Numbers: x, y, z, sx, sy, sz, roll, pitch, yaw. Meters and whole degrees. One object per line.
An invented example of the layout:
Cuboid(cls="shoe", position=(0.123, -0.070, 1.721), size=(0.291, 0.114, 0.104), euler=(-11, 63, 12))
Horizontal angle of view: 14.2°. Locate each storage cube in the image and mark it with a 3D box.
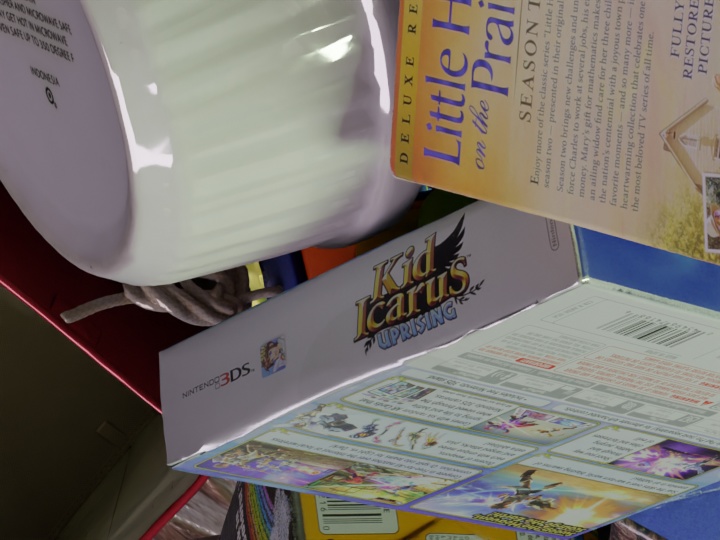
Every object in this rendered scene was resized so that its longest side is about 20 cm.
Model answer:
Cuboid(cls="storage cube", position=(-0.175, 0.060, 1.316), size=(0.200, 0.171, 0.180), euler=(39, -166, -9))

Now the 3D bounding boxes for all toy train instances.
Cuboid(cls="toy train", position=(0.011, -0.005, 0.987), size=(0.116, 0.199, 0.085), euler=(-20, 82, 53))

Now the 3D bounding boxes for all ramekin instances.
Cuboid(cls="ramekin", position=(-0.068, -0.087, 0.894), size=(0.202, 0.094, 0.203), euler=(49, 153, 35))

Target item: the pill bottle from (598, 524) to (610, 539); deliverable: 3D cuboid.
Cuboid(cls="pill bottle", position=(0.085, 0.148, 1.317), size=(0.200, 0.111, 0.111), euler=(23, 158, 27))

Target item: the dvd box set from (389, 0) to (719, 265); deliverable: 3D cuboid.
Cuboid(cls="dvd box set", position=(0.095, -0.075, 0.760), size=(0.200, 0.147, 0.029), euler=(16, -161, 39))

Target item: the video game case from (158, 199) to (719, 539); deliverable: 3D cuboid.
Cuboid(cls="video game case", position=(0.067, 0.032, 0.945), size=(0.181, 0.046, 0.200), euler=(-27, 151, 38))

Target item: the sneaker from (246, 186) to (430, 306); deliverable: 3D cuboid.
Cuboid(cls="sneaker", position=(0.000, 0.000, 1.151), size=(0.200, 0.076, 0.105), euler=(45, 157, -27))

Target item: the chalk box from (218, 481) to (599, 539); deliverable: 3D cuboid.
Cuboid(cls="chalk box", position=(0.013, 0.136, 1.188), size=(0.123, 0.125, 0.200), euler=(1, 145, -12))

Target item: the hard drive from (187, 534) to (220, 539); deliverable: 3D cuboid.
Cuboid(cls="hard drive", position=(-0.091, 0.167, 1.373), size=(0.200, 0.131, 0.027), euler=(-136, 38, -79))

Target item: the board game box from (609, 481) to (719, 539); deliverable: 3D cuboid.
Cuboid(cls="board game box", position=(0.185, 0.128, 1.135), size=(0.159, 0.097, 0.200), euler=(28, 160, 15))
